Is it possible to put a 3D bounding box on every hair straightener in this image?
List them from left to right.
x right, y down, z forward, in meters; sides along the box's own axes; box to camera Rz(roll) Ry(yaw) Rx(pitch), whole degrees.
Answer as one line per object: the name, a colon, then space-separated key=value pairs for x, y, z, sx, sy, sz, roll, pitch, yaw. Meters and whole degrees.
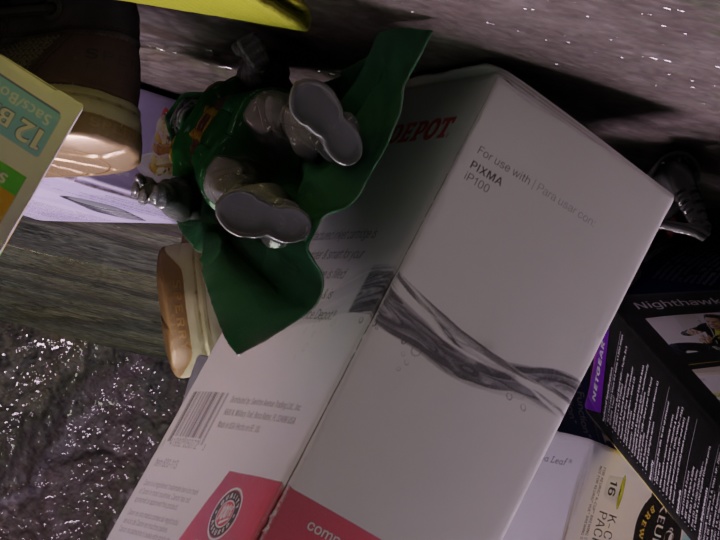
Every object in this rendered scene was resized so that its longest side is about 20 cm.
hair straightener: x=0.094 y=-0.001 z=1.103 sx=0.041 sy=0.077 sz=0.200 roll=40 pitch=172 yaw=-4

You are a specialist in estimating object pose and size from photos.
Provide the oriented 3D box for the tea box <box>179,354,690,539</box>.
tea box: x=0.047 y=0.131 z=1.167 sx=0.199 sy=0.135 sz=0.196 roll=11 pitch=173 yaw=39

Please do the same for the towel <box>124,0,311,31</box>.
towel: x=-0.119 y=-0.105 z=0.918 sx=0.199 sy=0.018 sz=0.086 roll=11 pitch=177 yaw=19

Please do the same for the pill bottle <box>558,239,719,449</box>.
pill bottle: x=0.164 y=0.046 z=1.230 sx=0.111 sy=0.113 sz=0.199 roll=18 pitch=172 yaw=-41

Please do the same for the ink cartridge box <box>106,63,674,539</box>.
ink cartridge box: x=0.006 y=0.039 z=1.010 sx=0.083 sy=0.201 sz=0.146 roll=32 pitch=169 yaw=-18

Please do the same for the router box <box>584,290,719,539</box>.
router box: x=0.199 y=0.056 z=1.033 sx=0.199 sy=0.051 sz=0.149 roll=-2 pitch=-155 yaw=-18

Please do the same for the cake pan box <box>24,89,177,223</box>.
cake pan box: x=-0.178 y=-0.066 z=1.247 sx=0.199 sy=0.053 sz=0.184 roll=16 pitch=171 yaw=-29

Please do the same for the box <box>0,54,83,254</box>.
box: x=-0.186 y=-0.012 z=0.985 sx=0.112 sy=0.102 sz=0.200 roll=32 pitch=154 yaw=-9

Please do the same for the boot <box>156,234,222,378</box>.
boot: x=0.000 y=0.000 z=1.259 sx=0.154 sy=0.073 sz=0.200 roll=-8 pitch=-177 yaw=5

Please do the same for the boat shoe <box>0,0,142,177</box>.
boat shoe: x=-0.152 y=-0.071 z=1.050 sx=0.199 sy=0.065 sz=0.072 roll=4 pitch=165 yaw=41

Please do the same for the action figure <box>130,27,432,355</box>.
action figure: x=-0.039 y=-0.041 z=1.011 sx=0.055 sy=0.118 sz=0.200 roll=36 pitch=177 yaw=-14
